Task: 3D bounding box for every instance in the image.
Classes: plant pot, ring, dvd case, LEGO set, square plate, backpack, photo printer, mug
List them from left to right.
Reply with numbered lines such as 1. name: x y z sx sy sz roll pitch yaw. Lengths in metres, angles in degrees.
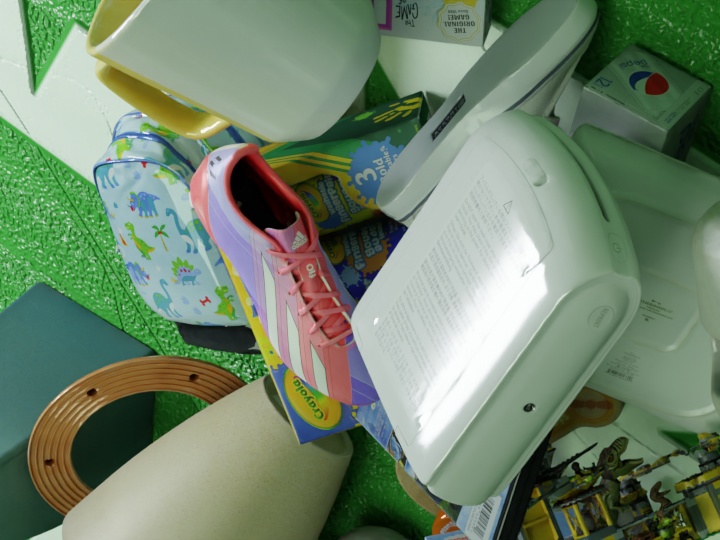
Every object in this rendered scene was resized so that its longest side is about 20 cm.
1. plant pot: -0.294 0.138 1.852 0.141 0.200 0.142 29 133 25
2. ring: -0.174 0.141 1.785 0.019 0.199 0.201 -107 20 -48
3. backpack: -0.112 -0.039 1.631 0.163 0.153 0.202 7 109 49
4. plant pot: -0.103 0.185 1.722 0.187 0.187 0.200 44 107 10
5. mug: -0.077 -0.160 1.396 0.153 0.150 0.186 33 173 -19
6. dvd case: 0.063 0.078 1.418 0.200 0.017 0.144 43 122 54
7. photo printer: 0.084 0.015 1.312 0.201 0.069 0.167 -57 38 28
8. LEGO set: 0.158 0.144 1.465 0.200 0.153 0.117 137 111 -76
9. square plate: 0.189 0.019 1.389 0.199 0.029 0.199 22 130 -7

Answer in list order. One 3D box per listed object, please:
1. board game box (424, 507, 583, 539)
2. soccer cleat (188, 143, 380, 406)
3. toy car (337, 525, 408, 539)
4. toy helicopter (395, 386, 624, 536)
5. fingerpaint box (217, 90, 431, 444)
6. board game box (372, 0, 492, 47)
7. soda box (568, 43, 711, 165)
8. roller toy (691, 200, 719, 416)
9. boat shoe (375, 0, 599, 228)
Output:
1. board game box: 0.118 0.269 1.613 0.037 0.150 0.201 -117 24 -50
2. soccer cleat: -0.042 0.004 1.444 0.201 0.067 0.076 55 153 -3
3. toy car: 0.007 0.317 1.755 0.149 0.176 0.200 25 145 -25
4. toy helicopter: 0.104 0.114 1.572 0.200 0.079 0.132 -33 104 34
5. fingerpaint box: 0.000 0.000 1.530 0.166 0.073 0.201 -18 107 11
6. board game box: -0.011 -0.223 1.421 0.198 0.034 0.135 7 125 10
7. soda box: 0.161 -0.042 1.417 0.063 0.068 0.201 30 133 18
8. roller toy: 0.289 0.024 1.254 0.182 0.199 0.141 3 109 41
9. boat shoe: 0.097 -0.095 1.421 0.070 0.071 0.200 34 112 -20
